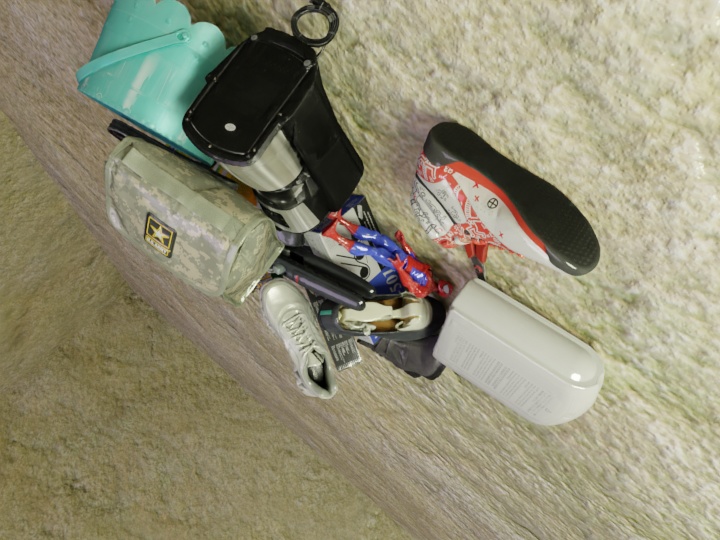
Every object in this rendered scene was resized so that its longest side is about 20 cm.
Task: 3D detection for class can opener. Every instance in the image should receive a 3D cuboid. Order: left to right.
[{"bbox_3d":[-0.071,-0.004,0.738,0.200,0.063,0.079,34,147,19],"label":"can opener"}]

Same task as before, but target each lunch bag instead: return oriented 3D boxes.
[{"bbox_3d":[-0.184,-0.052,0.626,0.164,0.118,0.200,35,170,4],"label":"lunch bag"}]

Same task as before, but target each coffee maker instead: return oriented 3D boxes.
[{"bbox_3d":[-0.068,-0.155,0.635,0.135,0.192,0.200,57,-177,22],"label":"coffee maker"}]

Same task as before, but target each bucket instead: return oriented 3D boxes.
[{"bbox_3d":[-0.234,-0.233,0.694,0.206,0.135,0.207,29,179,0],"label":"bucket"}]

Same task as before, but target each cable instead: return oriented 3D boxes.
[{"bbox_3d":[-0.243,-0.132,0.749,0.199,0.051,0.097,27,176,-28],"label":"cable"}]

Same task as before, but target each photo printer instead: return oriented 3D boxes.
[{"bbox_3d":[0.196,0.112,0.707,0.199,0.070,0.167,33,154,16],"label":"photo printer"}]

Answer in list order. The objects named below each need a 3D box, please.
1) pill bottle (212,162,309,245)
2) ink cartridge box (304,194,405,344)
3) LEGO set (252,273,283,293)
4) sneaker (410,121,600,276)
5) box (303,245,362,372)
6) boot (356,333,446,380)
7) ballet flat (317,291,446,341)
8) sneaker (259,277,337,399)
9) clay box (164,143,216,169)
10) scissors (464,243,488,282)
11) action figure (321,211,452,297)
[{"bbox_3d":[-0.133,-0.107,0.853,0.199,0.111,0.111,25,149,38],"label":"pill bottle"},{"bbox_3d":[0.000,0.000,0.814,0.044,0.094,0.201,14,137,48],"label":"ink cartridge box"},{"bbox_3d":[-0.221,-0.051,1.023,0.115,0.154,0.200,-19,131,27],"label":"LEGO set"},{"bbox_3d":[0.132,-0.048,0.557,0.201,0.067,0.108,44,148,17],"label":"sneaker"},{"bbox_3d":[-0.055,0.052,0.918,0.160,0.044,0.201,-173,62,-86],"label":"box"},{"bbox_3d":[0.064,0.120,0.907,0.131,0.070,0.200,30,155,-6],"label":"boot"},{"bbox_3d":[0.042,0.061,0.769,0.073,0.199,0.074,-178,90,-68],"label":"ballet flat"},{"bbox_3d":[-0.086,0.102,0.835,0.201,0.075,0.081,64,166,-11],"label":"sneaker"},{"bbox_3d":[-0.277,-0.152,0.905,0.047,0.200,0.115,26,151,35],"label":"clay box"},{"bbox_3d":[0.139,-0.016,0.683,0.073,0.014,0.200,29,153,27],"label":"scissors"},{"bbox_3d":[0.045,-0.019,0.743,0.200,0.066,0.052,34,126,-20],"label":"action figure"}]
